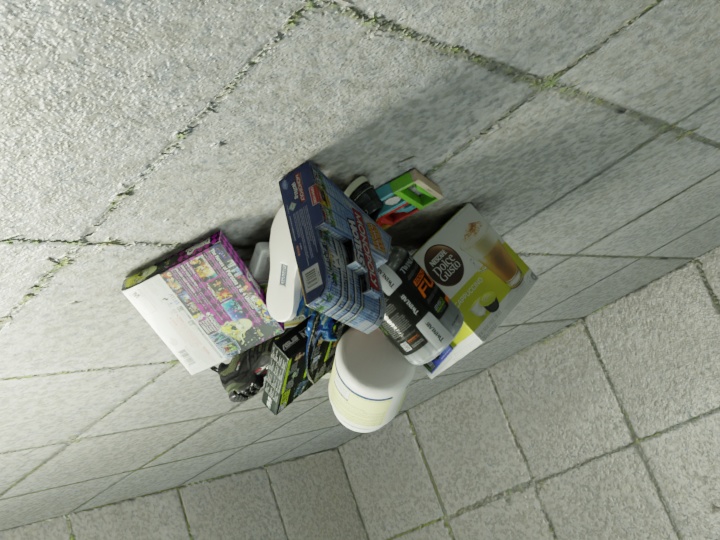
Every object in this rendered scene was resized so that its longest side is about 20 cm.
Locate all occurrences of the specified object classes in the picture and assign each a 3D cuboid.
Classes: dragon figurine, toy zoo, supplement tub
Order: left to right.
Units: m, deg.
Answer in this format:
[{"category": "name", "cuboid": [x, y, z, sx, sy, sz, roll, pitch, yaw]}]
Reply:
[{"category": "dragon figurine", "cuboid": [-0.059, 0.062, 1.275, 0.058, 0.203, 0.100, 18, 158, 17]}, {"category": "supplement tub", "cuboid": [0.017, 0.197, 1.512, 0.142, 0.147, 0.201, -15, 151, -18]}, {"category": "toy zoo", "cuboid": [0.030, -0.098, 1.386, 0.197, 0.021, 0.131, -28, 162, 19]}, {"category": "supplement tub", "cuboid": [0.068, 0.048, 1.387, 0.122, 0.200, 0.123, -42, -170, 9]}]

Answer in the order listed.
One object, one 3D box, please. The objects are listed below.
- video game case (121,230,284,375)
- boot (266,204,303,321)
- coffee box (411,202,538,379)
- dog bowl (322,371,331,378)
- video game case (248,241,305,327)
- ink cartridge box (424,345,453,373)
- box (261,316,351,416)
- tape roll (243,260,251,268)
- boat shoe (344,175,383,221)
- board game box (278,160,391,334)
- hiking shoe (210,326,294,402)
[{"category": "video game case", "cuboid": [-0.242, 0.056, 1.305, 0.179, 0.036, 0.201, -25, 124, 11]}, {"category": "boot", "cuboid": [-0.092, -0.025, 1.290, 0.090, 0.072, 0.204, -28, 138, -55]}, {"category": "coffee box", "cuboid": [0.168, 0.039, 1.564, 0.199, 0.198, 0.200, -41, 177, -34]}, {"category": "dog bowl", "cuboid": [-0.043, 0.135, 1.666, 0.196, 0.075, 0.202, -9, 146, -6]}, {"category": "video game case", "cuboid": [-0.110, 0.023, 1.389, 0.197, 0.023, 0.184, -8, 134, -39]}, {"category": "ink cartridge box", "cuboid": [0.071, 0.106, 1.525, 0.042, 0.200, 0.120, -42, 171, -34]}, {"category": "box", "cuboid": [-0.084, 0.142, 1.472, 0.192, 0.047, 0.202, -34, 157, -31]}, {"category": "tape roll", "cuboid": [-0.228, 0.059, 1.458, 0.199, 0.072, 0.203, -19, 163, -6]}, {"category": "boat shoe", "cuboid": [-0.007, -0.053, 1.307, 0.074, 0.066, 0.201, -31, 154, -43]}, {"category": "board game box", "cuboid": [-0.017, -0.023, 1.180, 0.061, 0.203, 0.199, -29, 149, 24]}, {"category": "hiking shoe", "cuboid": [-0.178, 0.137, 1.490, 0.199, 0.101, 0.076, -41, 160, -4]}]
